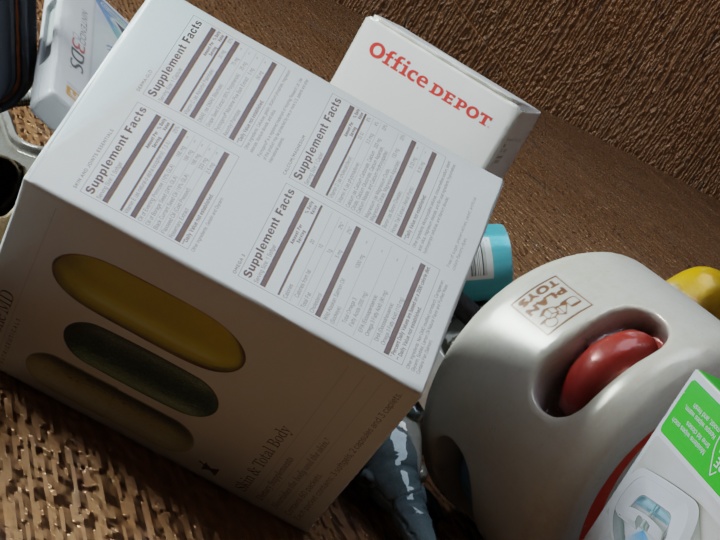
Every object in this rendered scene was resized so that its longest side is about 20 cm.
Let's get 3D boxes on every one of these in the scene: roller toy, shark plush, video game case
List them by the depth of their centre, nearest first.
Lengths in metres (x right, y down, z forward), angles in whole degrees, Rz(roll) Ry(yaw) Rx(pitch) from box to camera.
[{"bbox_3d":[-0.012,0.101,0.879,0.083,0.091,0.200,-8,51,-30],"label":"shark plush"},{"bbox_3d":[0.135,0.087,0.893,0.182,0.200,0.140,8,25,-42],"label":"roller toy"},{"bbox_3d":[-0.121,-0.084,0.967,0.200,0.022,0.182,43,19,-29],"label":"video game case"}]

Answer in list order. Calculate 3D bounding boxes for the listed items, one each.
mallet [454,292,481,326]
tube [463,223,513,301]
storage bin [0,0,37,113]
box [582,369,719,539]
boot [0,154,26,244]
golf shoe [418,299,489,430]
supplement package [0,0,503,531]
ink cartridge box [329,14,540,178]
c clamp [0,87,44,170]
[{"bbox_3d":[0.085,0.042,0.971,0.200,0.041,0.066,41,2,-36],"label":"mallet"},{"bbox_3d":[0.000,0.000,1.030,0.199,0.050,0.078,-3,50,-11],"label":"tube"},{"bbox_3d":[-0.284,-0.132,0.843,0.199,0.146,0.134,3,29,-6],"label":"storage bin"},{"bbox_3d":[0.213,0.174,0.776,0.200,0.177,0.097,23,16,-26],"label":"box"},{"bbox_3d":[-0.206,-0.038,0.877,0.073,0.076,0.200,24,14,-15],"label":"boot"},{"bbox_3d":[0.059,0.054,1.036,0.077,0.088,0.200,56,18,-1],"label":"golf shoe"},{"bbox_3d":[-0.064,-0.003,0.776,0.200,0.152,0.151,29,49,-5],"label":"supplement package"},{"bbox_3d":[0.028,-0.078,1.217,0.146,0.200,0.084,34,13,14],"label":"ink cartridge box"},{"bbox_3d":[-0.203,-0.116,1.105,0.199,0.027,0.171,-3,36,-16],"label":"c clamp"}]
